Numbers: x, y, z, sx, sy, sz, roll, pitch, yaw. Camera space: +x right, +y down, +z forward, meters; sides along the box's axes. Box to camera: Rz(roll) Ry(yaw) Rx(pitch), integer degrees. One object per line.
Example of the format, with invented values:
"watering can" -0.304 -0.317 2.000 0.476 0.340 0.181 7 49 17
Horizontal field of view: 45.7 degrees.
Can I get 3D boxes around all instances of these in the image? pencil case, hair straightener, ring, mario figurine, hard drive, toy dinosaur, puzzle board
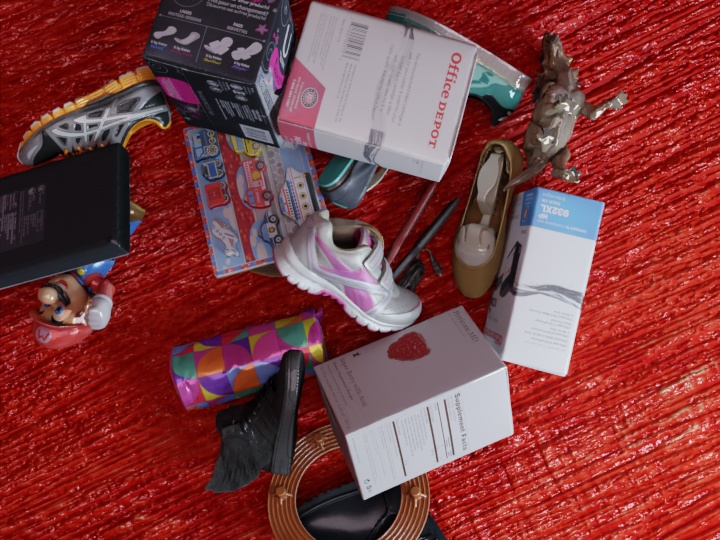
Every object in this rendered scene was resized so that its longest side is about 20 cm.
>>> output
"pencil case" -0.132 0.109 1.049 0.197 0.088 0.090 -15 92 -4
"hair straightener" 0.069 -0.009 1.073 0.076 0.041 0.202 32 90 -3
"ring" -0.015 0.267 1.024 0.197 0.019 0.203 -3 51 4
"mario figurine" -0.338 -0.003 1.017 0.105 0.123 0.202 26 85 -28
"hard drive" -0.365 -0.062 1.006 0.197 0.033 0.142 -14 63 12
"toy dinosaur" 0.231 -0.179 1.041 0.085 0.136 0.202 25 96 -20
"puzzle board" -0.126 -0.104 1.041 0.148 0.017 0.203 -15 73 -2

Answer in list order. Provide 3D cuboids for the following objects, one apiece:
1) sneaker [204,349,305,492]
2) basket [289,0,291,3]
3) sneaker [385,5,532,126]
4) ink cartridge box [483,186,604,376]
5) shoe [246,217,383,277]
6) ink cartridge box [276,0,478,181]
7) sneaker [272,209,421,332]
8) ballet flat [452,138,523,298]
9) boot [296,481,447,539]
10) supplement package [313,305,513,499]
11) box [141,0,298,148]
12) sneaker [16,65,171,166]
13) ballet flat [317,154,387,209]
"sneaker" -0.126 0.179 1.009 0.102 0.060 0.203 9 115 3
"basket" -0.115 -0.398 1.013 0.178 0.136 0.202 25 94 4
"sneaker" 0.107 -0.252 1.053 0.198 0.071 0.081 32 106 7
"ink cartridge box" 0.214 0.011 1.028 0.082 0.145 0.203 12 91 -2
"shoe" -0.067 -0.032 1.064 0.196 0.053 0.071 0 108 6
"ink cartridge box" 0.020 -0.200 0.976 0.197 0.083 0.149 16 81 2
"sneaker" 0.000 0.000 0.991 0.198 0.082 0.089 28 114 -27
"ballet flat" 0.150 -0.068 1.061 0.068 0.063 0.203 12 88 25
"boot" 0.012 0.342 1.023 0.198 0.077 0.169 -22 54 -6
"supplement package" 0.063 0.152 1.005 0.197 0.122 0.121 -22 129 -10
"box" -0.143 -0.236 0.964 0.130 0.200 0.116 14 81 5
"sneaker" -0.321 -0.172 1.036 0.198 0.078 0.078 -28 101 -1
"ballet flat" 0.019 -0.160 1.055 0.073 0.073 0.202 32 75 -3
